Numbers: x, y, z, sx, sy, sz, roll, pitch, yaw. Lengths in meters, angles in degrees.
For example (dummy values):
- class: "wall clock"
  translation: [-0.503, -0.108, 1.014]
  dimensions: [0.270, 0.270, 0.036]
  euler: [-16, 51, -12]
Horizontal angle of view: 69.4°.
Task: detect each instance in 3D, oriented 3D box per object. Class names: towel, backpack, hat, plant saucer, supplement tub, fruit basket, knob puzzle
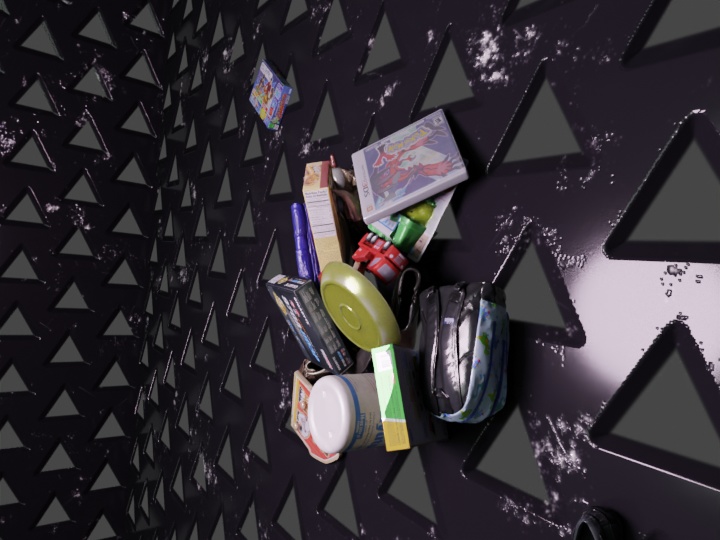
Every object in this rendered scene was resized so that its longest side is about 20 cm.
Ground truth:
- class: "towel"
  translation: [-0.103, -0.040, 1.152]
  dimensions: [0.048, 0.148, 0.206]
  euler: [-8, 84, 11]
- class: "backpack"
  translation: [0.163, 0.139, 0.831]
  dimensions: [0.161, 0.152, 0.204]
  euler: [-14, 53, 49]
- class: "hat"
  translation: [0.002, 0.111, 1.092]
  dimensions: [0.199, 0.079, 0.207]
  euler: [9, 101, 58]
- class: "plant saucer"
  translation: [-0.010, 0.076, 0.939]
  dimensions: [0.199, 0.031, 0.202]
  euler: [37, 149, 27]
- class: "supplement tub"
  translation: [0.014, 0.257, 0.956]
  dimensions: [0.131, 0.196, 0.136]
  euler: [-8, 79, 53]
- class: "fruit basket"
  translation: [0.095, -0.143, 0.983]
  dimensions: [0.185, 0.092, 0.204]
  euler: [41, 115, 47]
- class: "plant saucer"
  translation: [-0.068, -0.042, 1.240]
  dimensions: [0.198, 0.036, 0.206]
  euler: [-11, 77, 52]
- class: "knob puzzle"
  translation: [-0.111, 0.365, 1.213]
  dimensions: [0.218, 0.030, 0.225]
  euler: [24, 121, 47]

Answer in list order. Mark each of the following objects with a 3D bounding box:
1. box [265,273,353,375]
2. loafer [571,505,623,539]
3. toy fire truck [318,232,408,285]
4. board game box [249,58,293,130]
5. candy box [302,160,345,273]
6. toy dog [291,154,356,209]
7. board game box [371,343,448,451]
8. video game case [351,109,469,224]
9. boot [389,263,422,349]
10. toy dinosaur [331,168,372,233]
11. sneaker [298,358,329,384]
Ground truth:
- class: "box"
  translation: [-0.107, 0.107, 1.069]
  dimensions: [0.158, 0.046, 0.203]
  euler: [9, 129, 59]
- class: "loafer"
  translation: [0.295, 0.408, 0.660]
  dimensions: [0.067, 0.069, 0.207]
  euler: [-3, 84, 53]
- class: "toy fire truck"
  translation: [0.000, 0.000, 0.982]
  dimensions: [0.142, 0.049, 0.200]
  euler: [-50, 23, -2]
- class: "board game box"
  translation: [-0.276, -0.536, 1.581]
  dimensions: [0.137, 0.034, 0.201]
  euler: [-61, 43, 29]
- class: "candy box"
  translation: [-0.071, -0.105, 1.066]
  dimensions: [0.117, 0.054, 0.204]
  euler: [-92, -7, -54]
- class: "toy dog"
  translation: [-0.080, -0.210, 1.219]
  dimensions: [0.197, 0.131, 0.099]
  euler: [-10, 100, 43]
- class: "board game box"
  translation: [0.087, 0.211, 0.866]
  dimensions: [0.039, 0.199, 0.157]
  euler: [-16, 70, 22]
- class: "video game case"
  translation: [0.082, -0.192, 0.948]
  dimensions: [0.196, 0.023, 0.185]
  euler: [-23, 49, 15]
- class: "boot"
  translation: [0.073, 0.089, 0.943]
  dimensions: [0.131, 0.066, 0.206]
  euler: [-47, -36, -79]
- class: "toy dinosaur"
  translation: [-0.007, -0.133, 1.080]
  dimensions: [0.084, 0.200, 0.139]
  euler: [16, 105, 12]
- class: "sneaker"
  translation: [-0.110, 0.223, 1.232]
  dimensions: [0.199, 0.074, 0.072]
  euler: [-37, 58, 45]
